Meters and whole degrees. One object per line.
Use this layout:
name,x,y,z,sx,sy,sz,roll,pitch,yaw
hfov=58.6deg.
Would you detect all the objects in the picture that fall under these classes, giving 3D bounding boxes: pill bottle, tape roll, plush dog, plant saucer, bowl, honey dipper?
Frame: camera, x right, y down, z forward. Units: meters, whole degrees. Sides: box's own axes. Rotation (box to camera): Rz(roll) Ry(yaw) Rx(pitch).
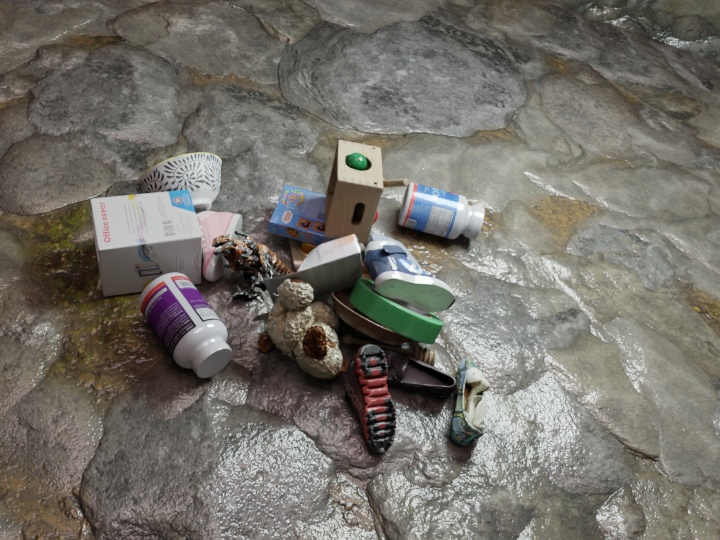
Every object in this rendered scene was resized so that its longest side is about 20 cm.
pill bottle,0.202,-0.143,1.601,0.197,0.113,0.113,14,46,-3
pill bottle,-0.330,0.106,1.225,0.112,0.113,0.200,-26,59,-33
tape roll,0.073,0.083,1.323,0.199,0.049,0.200,26,7,-4
plush dog,-0.103,0.138,1.243,0.160,0.200,0.172,-45,55,-5
plant saucer,0.022,0.103,1.321,0.198,0.037,0.200,26,7,-3
bowl,-0.391,-0.172,1.436,0.199,0.201,0.095,-17,79,-28
honey dipper,0.059,0.161,1.339,0.197,0.038,0.038,13,46,1

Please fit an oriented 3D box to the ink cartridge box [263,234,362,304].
ink cartridge box,-0.095,0.006,1.313,0.197,0.163,0.051,-14,67,-5

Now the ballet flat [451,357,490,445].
ballet flat,0.227,0.251,1.275,0.073,0.075,0.202,14,49,-2

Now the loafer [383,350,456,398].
loafer,0.099,0.200,1.283,0.197,0.063,0.073,17,68,-1

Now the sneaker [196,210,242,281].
sneaker,-0.333,-0.059,1.403,0.103,0.076,0.202,13,44,-1

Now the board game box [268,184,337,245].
board game box,-0.099,-0.122,1.491,0.197,0.037,0.152,15,42,-1

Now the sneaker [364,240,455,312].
sneaker,0.098,-0.002,1.322,0.198,0.081,0.147,16,37,-30

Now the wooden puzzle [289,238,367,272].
wooden puzzle,-0.076,-0.084,1.515,0.183,0.047,0.202,1,48,-15

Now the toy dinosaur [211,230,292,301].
toy dinosaur,-0.219,-0.014,1.354,0.197,0.102,0.137,6,62,-24

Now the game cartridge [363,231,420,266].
game cartridge,0.090,-0.005,1.452,0.132,0.041,0.201,15,31,-36

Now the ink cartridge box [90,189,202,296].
ink cartridge box,-0.439,-0.057,1.320,0.197,0.146,0.148,-8,50,-22

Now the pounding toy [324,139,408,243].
pounding toy,0.007,-0.178,1.406,0.140,0.201,0.185,9,42,-9

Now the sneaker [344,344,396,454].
sneaker,0.016,0.248,1.223,0.070,0.098,0.203,1,70,-30

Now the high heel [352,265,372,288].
high heel,0.000,0.000,1.424,0.197,0.097,0.068,5,47,-11
